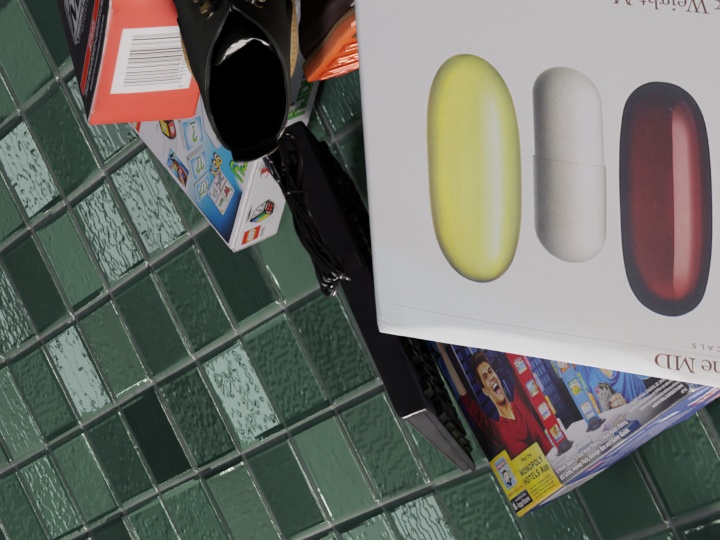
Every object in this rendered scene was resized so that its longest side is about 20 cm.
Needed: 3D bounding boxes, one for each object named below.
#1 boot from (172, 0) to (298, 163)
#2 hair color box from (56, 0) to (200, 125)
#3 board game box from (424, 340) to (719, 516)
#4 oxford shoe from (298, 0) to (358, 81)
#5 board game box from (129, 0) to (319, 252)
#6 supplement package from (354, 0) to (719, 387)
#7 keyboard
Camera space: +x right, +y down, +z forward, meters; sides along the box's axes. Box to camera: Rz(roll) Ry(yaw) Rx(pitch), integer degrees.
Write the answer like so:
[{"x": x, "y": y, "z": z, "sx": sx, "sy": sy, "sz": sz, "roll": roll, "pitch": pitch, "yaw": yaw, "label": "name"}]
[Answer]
[{"x": -0.061, "y": -0.157, "z": 1.341, "sx": 0.138, "sy": 0.077, "sz": 0.201, "roll": -101, "pitch": -4, "yaw": -70, "label": "boot"}, {"x": -0.125, "y": -0.183, "z": 1.512, "sx": 0.102, "sy": 0.061, "sz": 0.201, "roll": 108, "pitch": 152, "yaw": -51, "label": "hair color box"}, {"x": 0.087, "y": -0.010, "z": 1.396, "sx": 0.201, "sy": 0.061, "sz": 0.200, "roll": 63, "pitch": 152, "yaw": 9, "label": "board game box"}, {"x": -0.005, "y": -0.131, "z": 1.384, "sx": 0.200, "sy": 0.071, "sz": 0.073, "roll": -166, "pitch": 57, "yaw": -84, "label": "oxford shoe"}, {"x": -0.074, "y": -0.121, "z": 1.587, "sx": 0.126, "sy": 0.034, "sz": 0.201, "roll": 50, "pitch": 146, "yaw": 25, "label": "board game box"}, {"x": 0.111, "y": -0.081, "z": 1.167, "sx": 0.190, "sy": 0.147, "sz": 0.201, "roll": 8, "pitch": 122, "yaw": 21, "label": "supplement package"}, {"x": 0.000, "y": 0.000, "z": 1.467, "sx": 0.127, "sy": 0.021, "sz": 0.201, "roll": 43, "pitch": -163, "yaw": -49, "label": "keyboard"}]
